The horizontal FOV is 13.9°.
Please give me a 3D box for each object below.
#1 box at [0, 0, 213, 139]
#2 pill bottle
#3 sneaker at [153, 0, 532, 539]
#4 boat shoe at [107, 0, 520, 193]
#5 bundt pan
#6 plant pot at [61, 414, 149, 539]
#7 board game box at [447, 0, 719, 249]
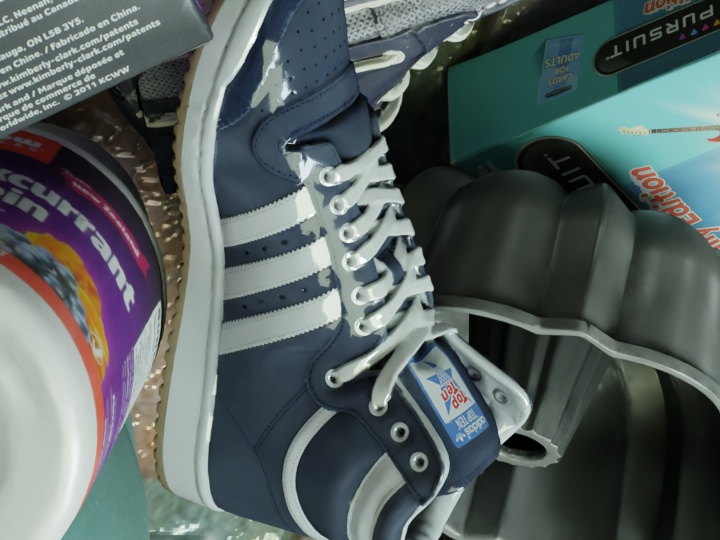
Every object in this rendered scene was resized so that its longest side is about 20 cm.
[{"bbox_3d":[-0.133,-0.144,0.825,0.106,0.122,0.200,-25,133,-1],"label":"box"},{"bbox_3d":[-0.120,0.018,0.907,0.111,0.200,0.112,1,107,5],"label":"pill bottle"},{"bbox_3d":[0.000,0.000,0.908,0.070,0.108,0.200,-34,139,-50],"label":"sneaker"},{"bbox_3d":[0.006,-0.089,0.976,0.199,0.075,0.093,-13,139,-2],"label":"boat shoe"},{"bbox_3d":[0.063,0.030,1.040,0.201,0.076,0.202,13,153,7],"label":"bundt pan"},{"bbox_3d":[-0.160,0.122,1.032,0.200,0.134,0.201,-12,132,-13],"label":"plant pot"},{"bbox_3d":[0.154,-0.050,1.032,0.200,0.047,0.151,-22,138,27],"label":"board game box"}]
